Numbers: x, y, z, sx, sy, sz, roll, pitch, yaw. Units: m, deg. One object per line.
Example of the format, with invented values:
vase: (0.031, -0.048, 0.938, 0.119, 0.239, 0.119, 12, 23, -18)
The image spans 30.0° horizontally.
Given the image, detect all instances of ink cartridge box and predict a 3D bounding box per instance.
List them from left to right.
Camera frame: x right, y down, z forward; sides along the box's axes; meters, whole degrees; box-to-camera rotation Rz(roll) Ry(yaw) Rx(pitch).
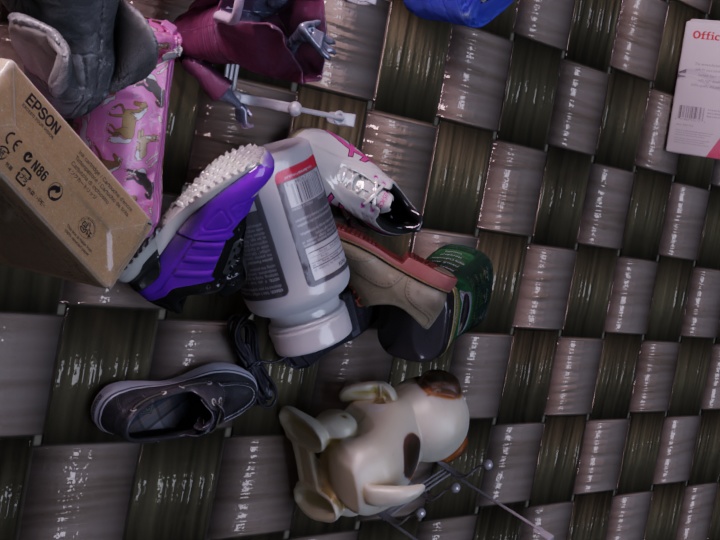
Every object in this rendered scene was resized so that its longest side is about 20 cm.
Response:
ink cartridge box: (-0.289, -0.081, 1.083, 0.075, 0.164, 0.200, -58, 137, -23)
ink cartridge box: (0.553, -0.266, 2.009, 0.082, 0.146, 0.202, -2, 103, -49)

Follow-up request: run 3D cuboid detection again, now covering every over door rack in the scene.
over door rack: (-0.055, -0.232, 1.373, 0.199, 0.066, 0.149, 4, 98, -49)
over door rack: (0.129, 0.302, 1.650, 0.147, 0.200, 0.067, -26, 145, -41)

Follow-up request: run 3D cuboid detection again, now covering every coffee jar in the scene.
coffee jar: (0.088, 0.037, 1.567, 0.200, 0.085, 0.105, -28, 128, -66)

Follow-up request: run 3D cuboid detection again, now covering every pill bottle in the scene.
pill bottle: (-0.075, -0.022, 1.345, 0.110, 0.110, 0.202, -28, 107, -41)

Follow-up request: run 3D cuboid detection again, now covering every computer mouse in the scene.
computer mouse: (-0.067, 0.044, 1.470, 0.200, 0.046, 0.141, -38, 132, -21)

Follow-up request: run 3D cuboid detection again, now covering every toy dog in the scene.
toy dog: (0.034, 0.184, 1.521, 0.199, 0.193, 0.141, -26, 108, -35)

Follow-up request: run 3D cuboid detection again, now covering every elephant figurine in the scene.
elephant figurine: (-0.239, -0.190, 1.115, 0.140, 0.155, 0.202, -16, 103, -8)

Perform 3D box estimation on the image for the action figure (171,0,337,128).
action figure: (-0.121, -0.208, 1.215, 0.148, 0.199, 0.135, 5, 83, -49)

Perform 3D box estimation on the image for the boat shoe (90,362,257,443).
boat shoe: (-0.172, 0.138, 1.347, 0.199, 0.066, 0.070, 2, 110, -46)

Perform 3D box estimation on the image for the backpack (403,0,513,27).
backpack: (0.114, -0.367, 1.466, 0.162, 0.167, 0.201, -37, 132, -29)

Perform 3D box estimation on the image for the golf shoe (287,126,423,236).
golf shoe: (-0.005, -0.097, 1.462, 0.200, 0.092, 0.073, 31, 79, -47)

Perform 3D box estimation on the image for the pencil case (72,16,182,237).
pencil case: (-0.214, -0.130, 1.214, 0.082, 0.086, 0.202, 1, 102, -39)

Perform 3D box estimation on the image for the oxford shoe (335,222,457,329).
oxford shoe: (0.000, 0.000, 1.438, 0.070, 0.199, 0.075, -32, 145, -80)

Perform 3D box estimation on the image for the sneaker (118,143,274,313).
sneaker: (-0.134, -0.032, 1.263, 0.099, 0.200, 0.070, 43, 26, -17)
